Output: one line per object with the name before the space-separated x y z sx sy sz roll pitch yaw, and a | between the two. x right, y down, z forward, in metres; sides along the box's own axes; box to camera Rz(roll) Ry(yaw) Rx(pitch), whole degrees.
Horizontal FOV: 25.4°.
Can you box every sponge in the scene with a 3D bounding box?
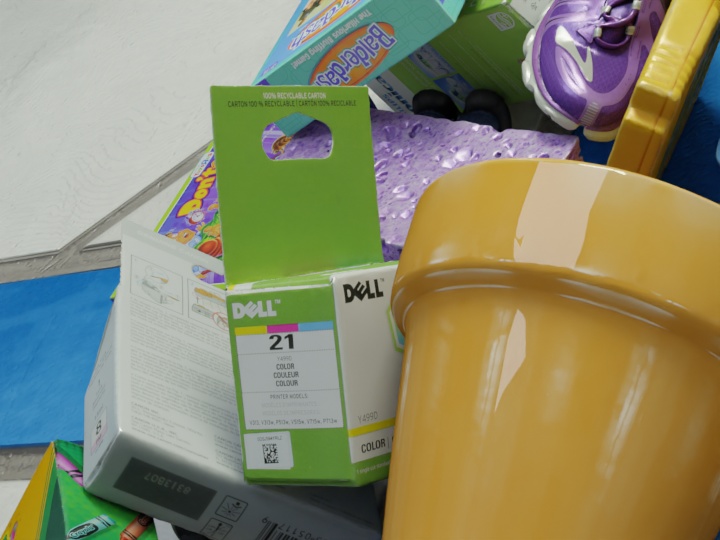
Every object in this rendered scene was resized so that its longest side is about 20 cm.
sponge | 0.026 -0.048 0.967 0.198 0.030 0.112 12 51 35

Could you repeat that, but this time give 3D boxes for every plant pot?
plant pot | 0.094 0.079 0.731 0.199 0.200 0.185 -1 61 41

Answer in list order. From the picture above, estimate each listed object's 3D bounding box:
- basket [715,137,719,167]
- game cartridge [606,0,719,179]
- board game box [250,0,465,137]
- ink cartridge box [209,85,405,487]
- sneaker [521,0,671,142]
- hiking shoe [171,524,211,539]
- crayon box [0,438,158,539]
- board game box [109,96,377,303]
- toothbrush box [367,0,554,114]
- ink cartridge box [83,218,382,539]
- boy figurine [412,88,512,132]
basket | 0.283 -0.127 0.851 0.175 0.140 0.201 -12 41 31
game cartridge | 0.174 -0.098 0.902 0.032 0.177 0.201 21 54 9
board game box | 0.019 -0.190 1.043 0.151 0.045 0.201 -30 24 38
ink cartridge box | 0.000 0.000 0.834 0.075 0.203 0.147 -4 3 36
sneaker | 0.158 -0.170 0.957 0.084 0.080 0.202 121 173 -65
hiking shoe | -0.104 0.096 0.946 0.075 0.101 0.200 -36 33 -2
crayon box | -0.172 0.204 0.821 0.201 0.058 0.119 -61 23 13
board game box | -0.077 -0.041 1.149 0.133 0.045 0.201 -5 43 38
toothbrush box | 0.095 -0.191 1.097 0.199 0.086 0.147 -8 48 59
ink cartridge box | -0.074 0.071 0.897 0.057 0.161 0.201 -56 24 22
boy figurine | 0.045 -0.032 1.013 0.123 0.065 0.201 1 47 23
